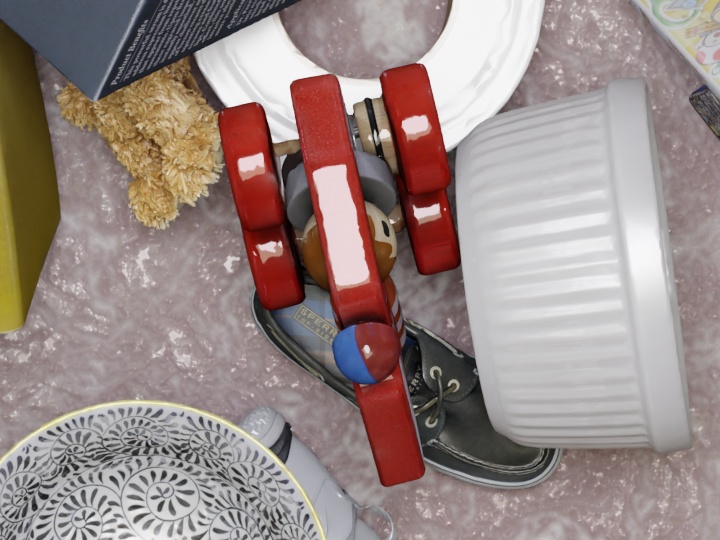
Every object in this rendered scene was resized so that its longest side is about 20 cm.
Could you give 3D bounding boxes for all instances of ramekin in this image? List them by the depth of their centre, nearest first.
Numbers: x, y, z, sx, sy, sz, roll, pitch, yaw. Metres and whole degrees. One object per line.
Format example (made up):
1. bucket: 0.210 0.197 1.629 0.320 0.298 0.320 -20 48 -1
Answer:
1. ramekin: 0.114 0.001 1.459 0.105 0.200 0.201 -7 91 7

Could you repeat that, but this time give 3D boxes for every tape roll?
1. tape roll: 0.000 -0.153 1.515 0.202 0.071 0.203 0 91 -1

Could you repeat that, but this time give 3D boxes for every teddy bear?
1. teddy bear: -0.130 -0.120 1.485 0.067 0.145 0.201 -16 97 -23

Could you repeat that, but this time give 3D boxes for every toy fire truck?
1. toy fire truck: 0.000 0.000 1.400 0.112 0.200 0.168 -13 60 -1

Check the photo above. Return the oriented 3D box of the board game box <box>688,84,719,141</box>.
1. board game box: 0.307 -0.068 1.506 0.159 0.097 0.200 -38 91 0

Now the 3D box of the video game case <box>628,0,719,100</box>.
1. video game case: 0.250 -0.177 1.470 0.200 0.182 0.023 -36 127 3

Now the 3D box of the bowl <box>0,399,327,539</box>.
1. bowl: -0.115 0.171 1.431 0.200 0.094 0.202 1 83 -4

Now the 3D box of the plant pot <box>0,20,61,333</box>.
1. plant pot: -0.266 -0.086 1.426 0.199 0.200 0.177 2 109 0

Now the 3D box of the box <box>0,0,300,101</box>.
1. box: -0.107 -0.195 1.371 0.148 0.200 0.107 42 128 13

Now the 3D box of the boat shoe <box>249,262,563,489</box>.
1. boat shoe: 0.024 0.062 1.524 0.200 0.057 0.069 31 90 -1

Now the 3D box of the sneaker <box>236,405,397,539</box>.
1. sneaker: -0.071 0.184 1.516 0.115 0.075 0.200 36 87 2
